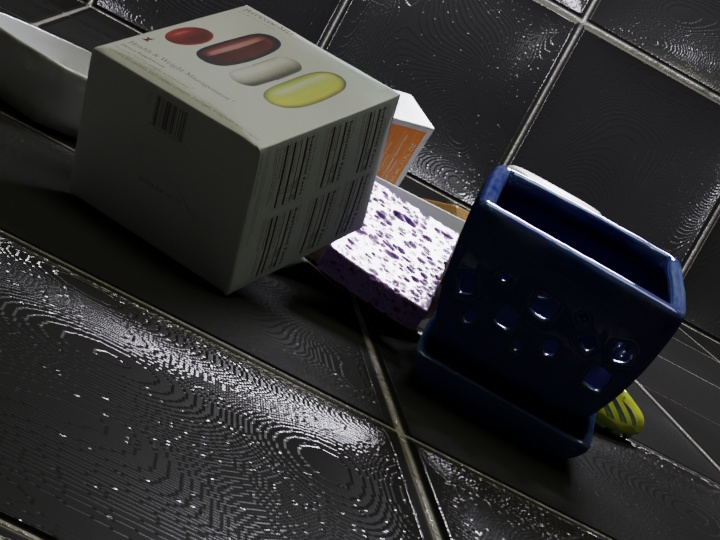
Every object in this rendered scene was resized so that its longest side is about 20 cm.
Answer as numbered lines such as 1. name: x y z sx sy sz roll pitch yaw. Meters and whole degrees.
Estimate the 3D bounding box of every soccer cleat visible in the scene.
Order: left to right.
1. soccer cleat: 0.235 0.105 1.661 0.200 0.084 0.065 35 2 -26

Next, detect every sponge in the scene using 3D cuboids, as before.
1. sponge: 0.030 -0.019 1.558 0.111 0.030 0.200 34 25 -2

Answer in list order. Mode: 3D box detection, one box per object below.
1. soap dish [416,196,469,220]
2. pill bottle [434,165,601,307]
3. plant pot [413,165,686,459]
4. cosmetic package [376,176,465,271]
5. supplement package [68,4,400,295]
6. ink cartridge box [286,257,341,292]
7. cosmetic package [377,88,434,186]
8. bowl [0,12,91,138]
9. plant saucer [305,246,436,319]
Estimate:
1. soap dish: 0.075 -0.048 1.983 0.157 0.082 0.200 14 0 20
2. pill bottle: 0.144 0.008 1.568 0.113 0.200 0.113 28 8 -4
3. plant pot: 0.160 0.041 1.420 0.200 0.180 0.200 28 16 3
4. cosmetic package: 0.017 -0.046 1.769 0.150 0.052 0.200 24 -14 -25
5. supplement package: -0.109 -0.112 1.393 0.191 0.147 0.200 32 34 23
6. ink cartridge box: -0.127 -0.043 1.591 0.162 0.057 0.200 36 -10 43
7. cosmetic package: -0.031 -0.155 1.747 0.199 0.102 0.071 10 34 -35
8. bowl: -0.324 -0.200 1.722 0.200 0.075 0.200 34 8 35
9. plant saucer: 0.000 0.000 1.659 0.200 0.035 0.200 31 -1 1
